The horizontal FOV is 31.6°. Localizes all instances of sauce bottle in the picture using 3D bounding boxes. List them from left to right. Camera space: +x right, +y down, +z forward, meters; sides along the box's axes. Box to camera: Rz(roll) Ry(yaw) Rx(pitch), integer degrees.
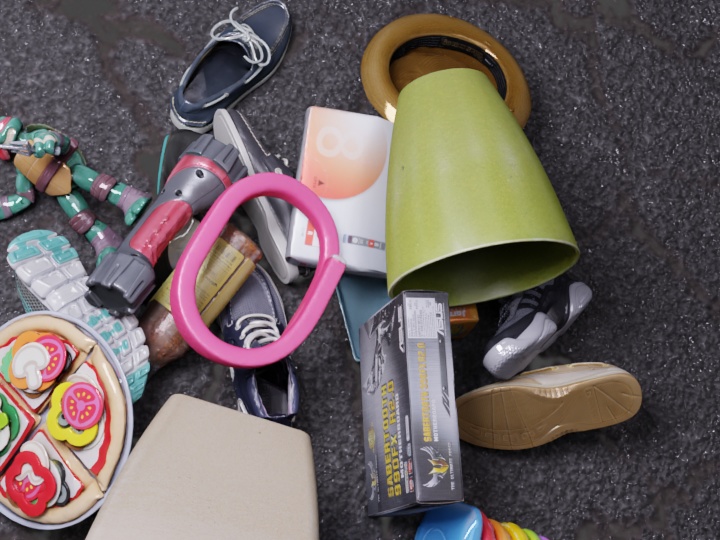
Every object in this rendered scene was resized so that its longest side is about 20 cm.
[{"bbox_3d":[-0.180,0.041,1.265,0.066,0.066,0.200,39,80,2],"label":"sauce bottle"}]

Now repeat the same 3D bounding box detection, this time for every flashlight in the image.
[{"bbox_3d":[-0.184,-0.043,1.227,0.068,0.068,0.200,27,56,6],"label":"flashlight"}]

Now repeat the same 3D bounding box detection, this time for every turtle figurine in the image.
[{"bbox_3d":[-0.313,-0.096,1.269,0.200,0.150,0.101,35,48,-5],"label":"turtle figurine"}]

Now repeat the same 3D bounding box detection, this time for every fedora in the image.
[{"bbox_3d":[0.089,-0.195,1.430,0.200,0.082,0.201,8,58,-14],"label":"fedora"}]

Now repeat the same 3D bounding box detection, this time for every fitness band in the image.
[{"bbox_3d":[-0.096,0.000,1.217,0.144,0.037,0.200,35,65,-14],"label":"fitness band"}]

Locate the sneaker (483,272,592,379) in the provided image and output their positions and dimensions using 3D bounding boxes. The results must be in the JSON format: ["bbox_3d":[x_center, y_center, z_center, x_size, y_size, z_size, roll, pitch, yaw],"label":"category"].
[{"bbox_3d":[0.159,0.037,1.350,0.114,0.076,0.200,43,38,13],"label":"sneaker"}]

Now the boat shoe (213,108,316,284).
[{"bbox_3d":[-0.094,-0.086,1.350,0.060,0.074,0.200,-23,79,-21],"label":"boat shoe"}]

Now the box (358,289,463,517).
[{"bbox_3d":[0.045,0.134,1.244,0.048,0.158,0.201,2,75,-17],"label":"box"}]

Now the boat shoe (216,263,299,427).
[{"bbox_3d":[-0.098,0.072,1.276,0.074,0.093,0.200,-8,72,-17],"label":"boat shoe"}]

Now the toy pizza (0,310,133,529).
[{"bbox_3d":[-0.295,0.137,1.165,0.200,0.032,0.201,-1,87,26],"label":"toy pizza"}]

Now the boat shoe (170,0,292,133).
[{"bbox_3d":[-0.139,-0.235,1.402,0.075,0.062,0.200,40,64,5],"label":"boat shoe"}]

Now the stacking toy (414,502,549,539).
[{"bbox_3d":[0.159,0.295,1.262,0.200,0.110,0.116,11,82,-22],"label":"stacking toy"}]

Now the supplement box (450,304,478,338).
[{"bbox_3d":[0.073,-0.026,1.374,0.066,0.069,0.200,-7,74,-15],"label":"supplement box"}]

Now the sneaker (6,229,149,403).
[{"bbox_3d":[-0.273,0.056,1.236,0.077,0.091,0.200,-25,69,-31],"label":"sneaker"}]

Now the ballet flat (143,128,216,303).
[{"bbox_3d":[-0.186,-0.060,1.311,0.068,0.068,0.200,3,66,14],"label":"ballet flat"}]

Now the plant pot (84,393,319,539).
[{"bbox_3d":[-0.140,0.233,1.159,0.199,0.200,0.177,18,53,-7],"label":"plant pot"}]

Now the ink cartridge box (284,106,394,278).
[{"bbox_3d":[0.031,-0.072,1.310,0.199,0.050,0.163,8,79,-3],"label":"ink cartridge box"}]

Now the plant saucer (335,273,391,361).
[{"bbox_3d":[0.000,0.000,1.371,0.070,0.019,0.200,-10,72,-18],"label":"plant saucer"}]

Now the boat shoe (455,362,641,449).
[{"bbox_3d":[0.191,0.139,1.338,0.199,0.069,0.074,-7,103,4],"label":"boat shoe"}]

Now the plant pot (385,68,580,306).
[{"bbox_3d":[0.099,-0.087,1.248,0.187,0.187,0.200,-6,72,-17],"label":"plant pot"}]
